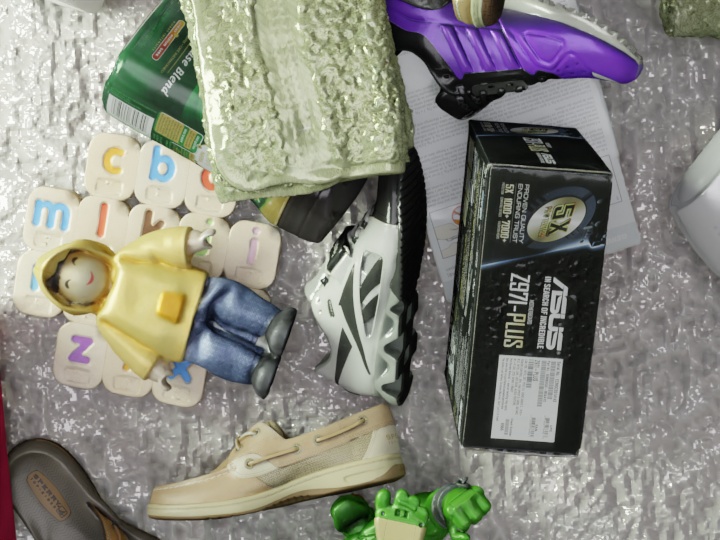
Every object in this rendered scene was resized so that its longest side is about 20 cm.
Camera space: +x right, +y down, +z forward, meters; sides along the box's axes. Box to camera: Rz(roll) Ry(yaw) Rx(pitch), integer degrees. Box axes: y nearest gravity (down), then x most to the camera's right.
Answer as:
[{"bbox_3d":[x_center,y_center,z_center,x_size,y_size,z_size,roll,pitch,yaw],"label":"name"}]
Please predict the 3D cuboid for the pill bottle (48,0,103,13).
[{"bbox_3d":[-0.217,-0.302,1.237,0.113,0.114,0.202,19,93,2],"label":"pill bottle"}]

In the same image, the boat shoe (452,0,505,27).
[{"bbox_3d":[0.063,-0.258,1.150,0.075,0.072,0.202,-1,67,7],"label":"boat shoe"}]

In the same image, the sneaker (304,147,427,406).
[{"bbox_3d":[0.000,0.000,1.244,0.088,0.074,0.202,11,109,15],"label":"sneaker"}]

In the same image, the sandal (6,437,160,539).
[{"bbox_3d":[-0.204,0.212,1.286,0.082,0.055,0.200,-40,89,4],"label":"sandal"}]

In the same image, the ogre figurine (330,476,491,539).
[{"bbox_3d":[0.007,0.218,1.242,0.098,0.120,0.201,36,92,6],"label":"ogre figurine"}]

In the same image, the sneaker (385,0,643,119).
[{"bbox_3d":[0.100,-0.152,1.200,0.198,0.070,0.100,19,100,6],"label":"sneaker"}]

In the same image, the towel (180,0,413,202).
[{"bbox_3d":[-0.047,-0.154,1.163,0.147,0.036,0.202,-11,85,2],"label":"towel"}]

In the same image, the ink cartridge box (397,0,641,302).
[{"bbox_3d":[0.111,-0.096,1.269,0.161,0.050,0.202,-17,104,3],"label":"ink cartridge box"}]

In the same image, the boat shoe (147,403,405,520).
[{"bbox_3d":[-0.068,0.148,1.273,0.198,0.071,0.065,-12,82,-2],"label":"boat shoe"}]

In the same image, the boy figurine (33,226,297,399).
[{"bbox_3d":[-0.146,0.021,1.244,0.198,0.064,0.125,23,96,-2],"label":"boy figurine"}]

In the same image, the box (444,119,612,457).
[{"bbox_3d":[0.114,0.008,1.184,0.085,0.164,0.202,4,104,-3],"label":"box"}]

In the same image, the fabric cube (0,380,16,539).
[{"bbox_3d":[-0.381,0.126,1.212,0.198,0.196,0.202,-5,91,11],"label":"fabric cube"}]

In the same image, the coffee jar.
[{"bbox_3d":[-0.084,-0.112,1.237,0.199,0.085,0.105,33,63,0],"label":"coffee jar"}]

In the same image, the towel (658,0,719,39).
[{"bbox_3d":[0.285,-0.267,1.219,0.147,0.036,0.202,0,97,-21],"label":"towel"}]

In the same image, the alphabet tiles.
[{"bbox_3d":[-0.164,-0.001,1.289,0.198,0.015,0.198,9,93,3],"label":"alphabet tiles"}]

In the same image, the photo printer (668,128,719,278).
[{"bbox_3d":[0.335,-0.066,1.223,0.166,0.069,0.200,38,94,-14],"label":"photo printer"}]
